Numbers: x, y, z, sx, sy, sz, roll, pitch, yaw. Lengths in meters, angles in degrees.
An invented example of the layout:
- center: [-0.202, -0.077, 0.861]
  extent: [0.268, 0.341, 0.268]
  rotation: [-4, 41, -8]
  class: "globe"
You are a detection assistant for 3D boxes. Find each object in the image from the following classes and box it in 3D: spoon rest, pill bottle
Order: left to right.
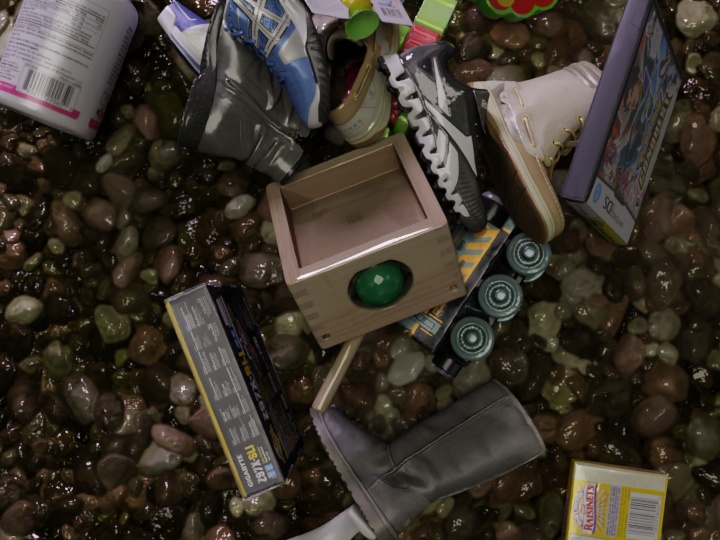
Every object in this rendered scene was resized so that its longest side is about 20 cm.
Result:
- center: [-0.311, -0.256, 0.765]
  extent: [0.113, 0.113, 0.201]
  rotation: [21, 89, 3]
  class: "pill bottle"
- center: [-0.058, 0.326, 0.773]
  extent: [0.200, 0.061, 0.099]
  rotation: [-44, 85, 14]
  class: "spoon rest"

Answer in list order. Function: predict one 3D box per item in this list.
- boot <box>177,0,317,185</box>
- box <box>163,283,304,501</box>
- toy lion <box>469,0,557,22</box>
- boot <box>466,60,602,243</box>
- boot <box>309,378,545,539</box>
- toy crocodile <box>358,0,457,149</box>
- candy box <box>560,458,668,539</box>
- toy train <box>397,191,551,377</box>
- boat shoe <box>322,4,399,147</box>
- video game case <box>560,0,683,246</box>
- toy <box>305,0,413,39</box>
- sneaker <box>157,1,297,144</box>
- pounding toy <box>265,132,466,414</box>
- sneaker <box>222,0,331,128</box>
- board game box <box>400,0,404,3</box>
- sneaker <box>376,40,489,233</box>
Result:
- center: [-0.099, -0.196, 0.717]
  extent: [0.130, 0.068, 0.201]
  rotation: [16, 85, -17]
  class: "boot"
- center: [-0.122, 0.113, 0.723]
  extent: [0.049, 0.160, 0.201]
  rotation: [-22, 88, 3]
  class: "box"
- center: [0.171, -0.384, 0.760]
  extent: [0.191, 0.069, 0.200]
  rotation: [40, 90, -13]
  class: "toy lion"
- center: [0.208, -0.131, 0.727]
  extent: [0.154, 0.072, 0.201]
  rotation: [-14, 61, -8]
  class: "boot"
- center: [0.066, 0.171, 0.752]
  extent: [0.199, 0.073, 0.182]
  rotation: [-34, 62, -7]
  class: "boot"
- center: [0.049, -0.213, 0.771]
  extent: [0.067, 0.062, 0.201]
  rotation: [28, 90, 3]
  class: "toy crocodile"
- center: [0.268, 0.313, 0.764]
  extent: [0.102, 0.026, 0.201]
  rotation: [8, 89, 6]
  class: "candy box"
- center: [0.121, 0.012, 0.755]
  extent: [0.114, 0.085, 0.201]
  rotation: [34, 90, 13]
  class: "toy train"
- center: [-0.005, -0.230, 0.740]
  extent: [0.074, 0.066, 0.201]
  rotation: [-19, 59, 32]
  class: "boat shoe"
- center: [0.269, -0.140, 0.706]
  extent: [0.025, 0.180, 0.201]
  rotation: [19, 89, 35]
  class: "video game case"
- center: [-0.037, -0.309, 0.722]
  extent: [0.115, 0.047, 0.201]
  rotation: [-6, 55, -32]
  class: "toy"
- center: [-0.115, -0.231, 0.779]
  extent: [0.199, 0.081, 0.115]
  rotation: [43, 84, 0]
  class: "sneaker"
- center: [0.000, 0.000, 0.710]
  extent: [0.183, 0.143, 0.201]
  rotation: [-21, 44, 2]
  class: "pounding toy"
- center: [-0.086, -0.225, 0.661]
  extent: [0.077, 0.076, 0.201]
  rotation: [-24, 97, -9]
  class: "sneaker"
- center: [0.017, -0.435, 0.796]
  extent: [0.199, 0.026, 0.200]
  rotation: [35, 91, 4]
  class: "board game box"
- center: [0.096, -0.137, 0.699]
  extent: [0.090, 0.066, 0.201]
  rotation: [-26, 97, 6]
  class: "sneaker"
